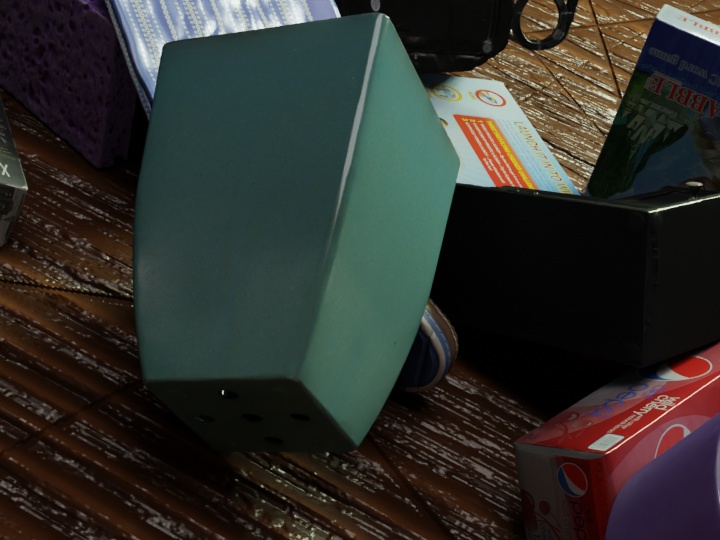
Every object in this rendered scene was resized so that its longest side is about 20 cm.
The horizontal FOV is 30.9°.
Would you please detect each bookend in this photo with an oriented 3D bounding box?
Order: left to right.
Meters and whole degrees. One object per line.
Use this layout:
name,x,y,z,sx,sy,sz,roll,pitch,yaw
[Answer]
bookend,0.162,-0.018,0.868,0.198,0.094,0.197,-11,17,-43

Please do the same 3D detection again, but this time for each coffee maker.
coffee maker,0.076,-0.226,1.119,0.190,0.136,0.200,26,14,-1

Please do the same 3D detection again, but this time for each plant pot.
plant pot,-0.039,-0.010,0.716,0.139,0.142,0.202,-4,58,22

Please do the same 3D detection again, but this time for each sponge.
sponge,-0.233,-0.173,0.944,0.199,0.113,0.030,38,40,28

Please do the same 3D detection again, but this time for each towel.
towel,-0.080,-0.161,0.909,0.198,0.024,0.146,-6,67,-42

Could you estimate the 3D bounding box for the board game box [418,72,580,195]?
board game box,0.049,-0.084,1.002,0.193,0.056,0.201,4,35,-21

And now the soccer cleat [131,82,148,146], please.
soccer cleat,-0.154,-0.193,0.936,0.073,0.203,0.068,-22,13,-33

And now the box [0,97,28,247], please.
box,-0.317,-0.099,0.806,0.198,0.050,0.158,14,30,-35

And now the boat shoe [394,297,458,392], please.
boat shoe,0.000,0.000,0.838,0.072,0.073,0.200,-16,46,-41

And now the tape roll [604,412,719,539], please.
tape roll,0.221,0.162,0.635,0.198,0.085,0.202,20,47,-23

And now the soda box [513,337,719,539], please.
soda box,0.173,0.100,0.760,0.063,0.071,0.199,1,16,44

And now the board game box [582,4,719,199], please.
board game box,0.269,-0.059,0.939,0.198,0.201,0.041,25,33,13
